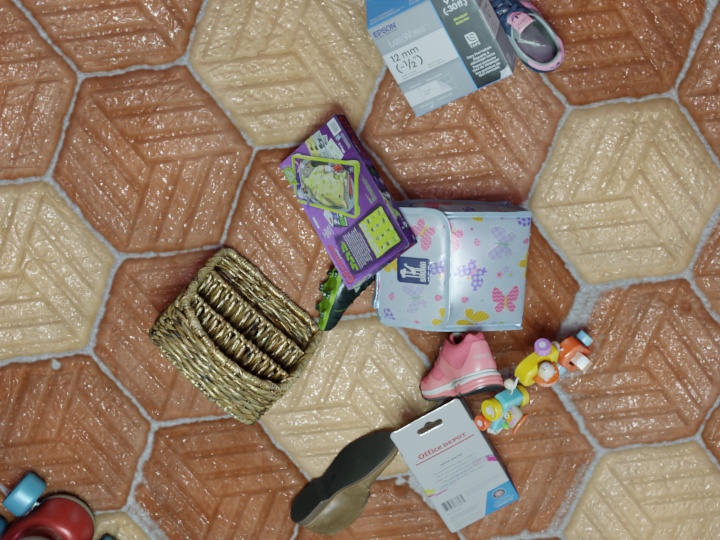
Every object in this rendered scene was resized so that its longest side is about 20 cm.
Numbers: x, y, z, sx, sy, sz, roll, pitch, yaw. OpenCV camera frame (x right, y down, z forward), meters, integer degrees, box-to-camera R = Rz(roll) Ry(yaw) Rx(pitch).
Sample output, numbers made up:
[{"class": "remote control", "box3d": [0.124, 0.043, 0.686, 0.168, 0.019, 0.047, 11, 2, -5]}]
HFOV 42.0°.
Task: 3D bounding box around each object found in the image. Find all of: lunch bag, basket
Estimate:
[{"class": "lunch bag", "box3d": [0.119, -0.007, 1.263, 0.199, 0.127, 0.170, 2, 102, -8]}, {"class": "basket", "box3d": [-0.168, 0.090, 1.282, 0.200, 0.143, 0.149, 44, 100, -10]}]

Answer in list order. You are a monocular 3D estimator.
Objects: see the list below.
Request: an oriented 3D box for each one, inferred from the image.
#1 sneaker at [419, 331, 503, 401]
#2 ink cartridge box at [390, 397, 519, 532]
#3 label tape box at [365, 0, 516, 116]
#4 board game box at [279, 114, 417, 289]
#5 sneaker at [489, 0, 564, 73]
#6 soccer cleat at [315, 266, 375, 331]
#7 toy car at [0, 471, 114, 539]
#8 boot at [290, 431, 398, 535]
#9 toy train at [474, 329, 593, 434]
[{"class": "sneaker", "box3d": [0.136, 0.129, 1.285, 0.074, 0.200, 0.087, -5, 80, -20]}, {"class": "ink cartridge box", "box3d": [0.130, 0.266, 1.348, 0.115, 0.068, 0.200, -29, 113, 6]}, {"class": "label tape box", "box3d": [0.089, -0.313, 1.183, 0.143, 0.066, 0.200, -20, 120, 28]}, {"class": "board game box", "box3d": [-0.019, -0.090, 1.238, 0.120, 0.032, 0.200, -35, 77, 30]}, {"class": "sneaker", "box3d": [0.192, -0.337, 1.213, 0.200, 0.082, 0.070, 40, 100, -9]}, {"class": "soccer cleat", "box3d": [0.000, 0.000, 1.305, 0.081, 0.068, 0.200, 19, 103, -18]}, {"class": "toy car", "box3d": [-0.472, 0.427, 1.332, 0.184, 0.200, 0.177, 44, 99, -9]}, {"class": "boot", "box3d": [-0.009, 0.316, 1.386, 0.200, 0.074, 0.075, -43, 119, 13]}, {"class": "toy train", "box3d": [0.250, 0.164, 1.297, 0.200, 0.150, 0.056, -48, 59, 5]}]
